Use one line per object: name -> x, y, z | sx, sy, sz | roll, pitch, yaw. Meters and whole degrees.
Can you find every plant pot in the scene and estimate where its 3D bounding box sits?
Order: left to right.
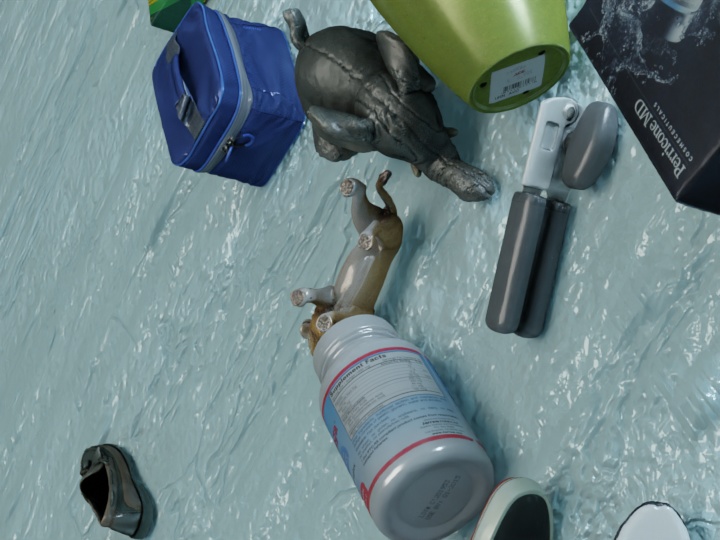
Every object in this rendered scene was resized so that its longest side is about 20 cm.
plant pot -> 0.096, -0.241, 1.241 | 0.187, 0.186, 0.201 | -45, 59, 41

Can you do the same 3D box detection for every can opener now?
can opener -> 0.149, -0.043, 1.178 | 0.066, 0.052, 0.201 | 25, 101, 57

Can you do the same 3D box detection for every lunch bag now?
lunch bag -> -0.156, -0.193, 1.642 | 0.136, 0.132, 0.201 | -54, 38, 33

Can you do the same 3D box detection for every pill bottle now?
pill bottle -> 0.028, 0.129, 1.258 | 0.109, 0.108, 0.200 | -62, 34, 24

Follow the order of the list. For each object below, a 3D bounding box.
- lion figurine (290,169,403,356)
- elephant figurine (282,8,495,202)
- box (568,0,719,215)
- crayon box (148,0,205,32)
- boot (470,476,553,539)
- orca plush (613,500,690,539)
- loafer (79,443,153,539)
lion figurine -> 0.000, 0.000, 1.367 | 0.072, 0.122, 0.201 | 37, 103, 25
elephant figurine -> 0.023, -0.150, 1.324 | 0.200, 0.154, 0.142 | -135, 47, -65
box -> 0.267, -0.168, 0.975 | 0.200, 0.117, 0.197 | -56, 38, 33
crayon box -> -0.212, -0.418, 1.886 | 0.200, 0.051, 0.127 | -45, 43, 40
boot -> 0.078, 0.240, 1.180 | 0.144, 0.072, 0.201 | 35, 113, 58
orca plush -> 0.204, 0.264, 1.003 | 0.105, 0.071, 0.201 | -14, 72, 7
loafer -> -0.313, 0.262, 1.798 | 0.200, 0.063, 0.072 | 34, 108, 57
